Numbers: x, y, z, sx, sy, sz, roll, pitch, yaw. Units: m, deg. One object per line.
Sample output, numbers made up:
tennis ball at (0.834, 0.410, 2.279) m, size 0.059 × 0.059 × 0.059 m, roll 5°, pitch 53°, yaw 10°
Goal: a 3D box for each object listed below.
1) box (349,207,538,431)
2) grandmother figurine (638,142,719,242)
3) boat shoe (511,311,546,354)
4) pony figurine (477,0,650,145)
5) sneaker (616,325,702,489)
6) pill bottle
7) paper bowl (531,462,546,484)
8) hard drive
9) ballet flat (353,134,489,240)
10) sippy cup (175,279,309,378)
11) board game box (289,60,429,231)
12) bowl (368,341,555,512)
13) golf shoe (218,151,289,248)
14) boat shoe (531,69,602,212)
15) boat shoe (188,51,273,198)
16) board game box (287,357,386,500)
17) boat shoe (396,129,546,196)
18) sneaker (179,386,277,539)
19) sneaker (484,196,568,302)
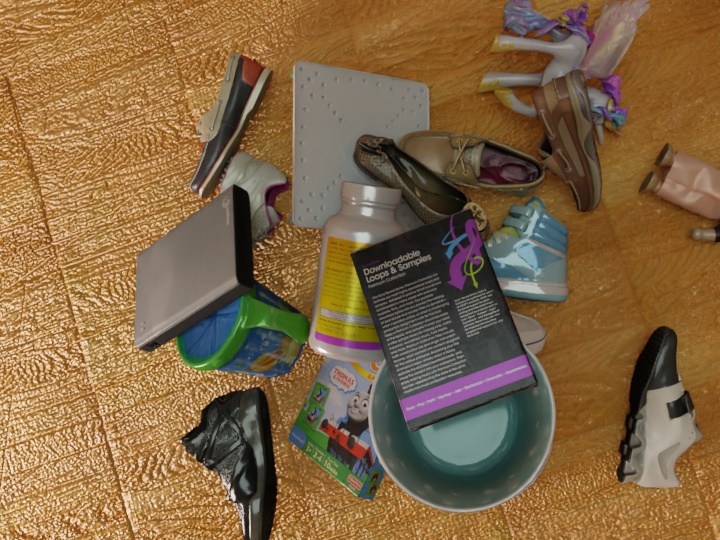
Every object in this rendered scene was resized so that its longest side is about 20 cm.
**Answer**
box at (0.086, 0.051, 0.833) m, size 0.141 × 0.036 × 0.203 m, roll -19°, pitch 76°, yaw 2°
grandmother figurine at (0.462, -0.089, 0.983) m, size 0.198 × 0.061 × 0.122 m, roll 29°, pitch 118°, yaw 5°
boat shoe at (0.144, 0.057, 0.953) m, size 0.197 × 0.074 × 0.066 m, roll 7°, pitch 119°, yaw -19°
pony figurine at (0.264, -0.270, 0.982) m, size 0.197 × 0.167 × 0.195 m, roll 18°, pitch 121°, yaw 4°
sneaker at (0.380, 0.171, 0.970) m, size 0.087 × 0.074 × 0.204 m, roll 9°, pitch 97°, yaw 7°
pill bottle at (0.000, 0.000, 0.930) m, size 0.102 × 0.104 × 0.204 m, roll 9°, pitch 97°, yaw 7°
paper bowl at (0.141, 0.192, 0.980) m, size 0.197 × 0.104 × 0.204 m, roll -1°, pitch 86°, yaw 8°
hard drive at (-0.209, 0.000, 0.975) m, size 0.199 × 0.033 × 0.141 m, roll -29°, pitch 53°, yaw 31°
ballet flat at (0.078, -0.104, 0.958) m, size 0.199 × 0.047 × 0.068 m, roll 37°, pitch 50°, yaw 4°
sippy cup at (-0.143, 0.074, 0.995) m, size 0.141 × 0.130 × 0.178 m, roll -55°, pitch 42°, yaw 9°
board game box at (0.000, -0.150, 1.001) m, size 0.197 × 0.026 × 0.204 m, roll 2°, pitch 86°, yaw -29°
bowl at (0.112, 0.161, 0.875) m, size 0.197 × 0.105 × 0.204 m, roll -2°, pitch 77°, yaw 7°
golf shoe at (-0.158, -0.054, 1.046) m, size 0.090 × 0.075 × 0.203 m, roll 18°, pitch 90°, yaw 4°
boat shoe at (0.252, -0.152, 0.960) m, size 0.071 × 0.201 × 0.076 m, roll -11°, pitch 41°, yaw 16°
boat shoe at (-0.186, -0.195, 1.054) m, size 0.062 × 0.071 × 0.202 m, roll 25°, pitch 85°, yaw -4°
board game box at (0.002, 0.159, 0.992) m, size 0.150 × 0.036 × 0.202 m, roll 25°, pitch 89°, yaw 45°
boat shoe at (0.142, -0.142, 0.998) m, size 0.196 × 0.066 × 0.075 m, roll 8°, pitch 88°, yaw -6°
sneaker at (-0.171, 0.262, 1.029) m, size 0.112 × 0.076 × 0.203 m, roll -10°, pitch 83°, yaw 8°
sneaker at (0.173, -0.035, 1.002) m, size 0.196 × 0.080 × 0.133 m, roll 8°, pitch 90°, yaw -2°
